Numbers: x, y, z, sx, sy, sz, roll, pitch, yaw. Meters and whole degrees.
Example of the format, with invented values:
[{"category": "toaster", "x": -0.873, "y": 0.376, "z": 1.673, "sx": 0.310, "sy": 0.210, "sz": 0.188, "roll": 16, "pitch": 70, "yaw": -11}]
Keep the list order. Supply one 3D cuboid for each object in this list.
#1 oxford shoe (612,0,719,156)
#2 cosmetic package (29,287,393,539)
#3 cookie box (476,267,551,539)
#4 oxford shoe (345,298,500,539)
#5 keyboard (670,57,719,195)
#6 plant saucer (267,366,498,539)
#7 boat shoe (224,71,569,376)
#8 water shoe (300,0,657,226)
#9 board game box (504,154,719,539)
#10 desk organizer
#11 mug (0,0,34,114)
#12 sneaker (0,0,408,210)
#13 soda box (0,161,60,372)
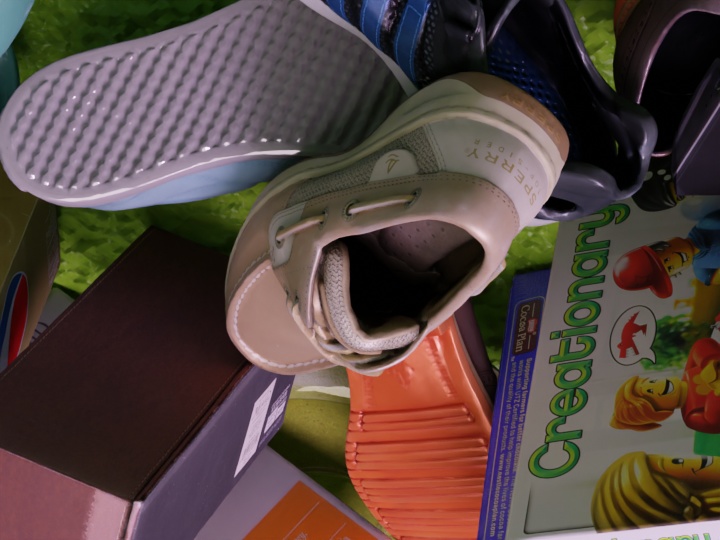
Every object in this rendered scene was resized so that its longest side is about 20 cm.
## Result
[{"category": "oxford shoe", "x": 0.153, "y": -0.112, "z": 0.883, "sx": 0.071, "sy": 0.073, "sz": 0.200, "roll": 25, "pitch": 134, "yaw": -12}, {"category": "cosmetic package", "x": -0.087, "y": 0.109, "z": 1.088, "sx": 0.200, "sy": 0.101, "sz": 0.071, "roll": 35, "pitch": 134, "yaw": 10}, {"category": "cookie box", "x": 0.153, "y": 0.067, "z": 0.991, "sx": 0.199, "sy": 0.172, "sz": 0.075, "roll": -12, "pitch": 133, "yaw": 23}, {"category": "oxford shoe", "x": 0.029, "y": 0.037, "z": 1.054, "sx": 0.071, "sy": 0.073, "sz": 0.201, "roll": -1, "pitch": 128, "yaw": 19}, {"category": "keyboard", "x": 0.210, "y": -0.066, "z": 0.899, "sx": 0.199, "sy": 0.021, "sz": 0.127, "roll": -3, "pitch": 151, "yaw": -18}, {"category": "plant saucer", "x": -0.012, "y": 0.096, "z": 1.157, "sx": 0.199, "sy": 0.031, "sz": 0.201, "roll": 7, "pitch": 136, "yaw": 7}, {"category": "boat shoe", "x": 0.000, "y": 0.000, "z": 0.920, "sx": 0.072, "sy": 0.065, "sz": 0.200, "roll": 34, "pitch": 146, "yaw": -15}, {"category": "water shoe", "x": 0.030, "y": -0.103, "z": 0.896, "sx": 0.200, "sy": 0.072, "sz": 0.079, "roll": 48, "pitch": 155, "yaw": -17}, {"category": "board game box", "x": 0.127, "y": 0.029, "z": 0.938, "sx": 0.126, "sy": 0.201, "sz": 0.035, "roll": -9, "pitch": 129, "yaw": 20}, {"category": "desk organizer", "x": -0.089, "y": 0.059, "z": 1.005, "sx": 0.077, "sy": 0.200, "sz": 0.072, "roll": 21, "pitch": 117, "yaw": 9}, {"category": "mug", "x": -0.171, "y": -0.119, "z": 0.921, "sx": 0.185, "sy": 0.115, "sz": 0.152, "roll": 36, "pitch": 131, "yaw": -22}, {"category": "sneaker", "x": -0.035, "y": -0.068, "z": 0.988, "sx": 0.199, "sy": 0.082, "sz": 0.074, "roll": -8, "pitch": 89, "yaw": 2}, {"category": "soda box", "x": -0.175, "y": 0.039, "z": 1.015, "sx": 0.067, "sy": 0.201, "sz": 0.064, "roll": 9, "pitch": 135, "yaw": 6}]
